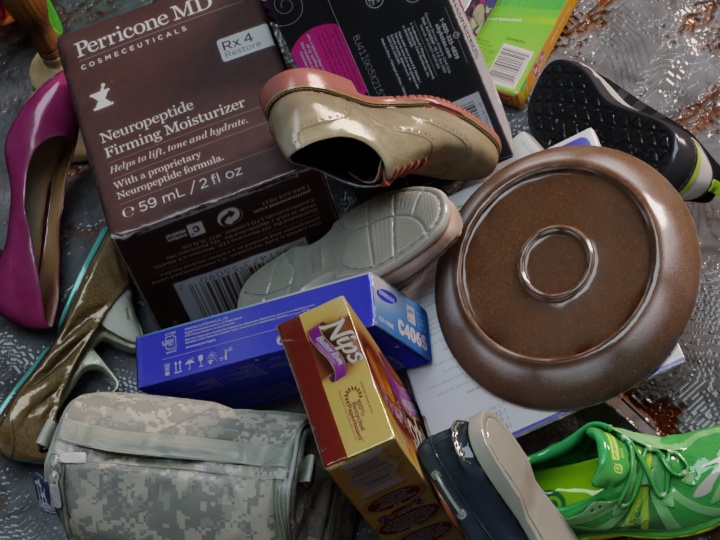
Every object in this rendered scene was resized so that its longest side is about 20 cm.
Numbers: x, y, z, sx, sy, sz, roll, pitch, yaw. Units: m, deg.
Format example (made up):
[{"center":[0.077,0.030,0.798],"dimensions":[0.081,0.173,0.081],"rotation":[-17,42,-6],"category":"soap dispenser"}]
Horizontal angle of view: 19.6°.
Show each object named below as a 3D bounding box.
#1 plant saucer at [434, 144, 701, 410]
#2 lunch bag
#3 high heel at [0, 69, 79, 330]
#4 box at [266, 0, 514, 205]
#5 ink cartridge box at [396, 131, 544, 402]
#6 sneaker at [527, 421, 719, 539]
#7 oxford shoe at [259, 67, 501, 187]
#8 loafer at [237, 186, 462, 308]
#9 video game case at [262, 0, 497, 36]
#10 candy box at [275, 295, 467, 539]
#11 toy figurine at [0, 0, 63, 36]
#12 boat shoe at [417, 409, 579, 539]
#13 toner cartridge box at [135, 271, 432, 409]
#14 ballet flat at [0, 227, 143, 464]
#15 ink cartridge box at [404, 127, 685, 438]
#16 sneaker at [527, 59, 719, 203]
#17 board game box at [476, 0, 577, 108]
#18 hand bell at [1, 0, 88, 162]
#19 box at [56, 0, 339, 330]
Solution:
[{"center":[0.143,-0.001,1.487],"dimensions":[0.199,0.032,0.202],"rotation":[-7,68,19],"category":"plant saucer"},{"center":[-0.113,0.156,1.470],"dimensions":[0.198,0.168,0.140],"rotation":[5,61,15],"category":"lunch bag"},{"center":[-0.242,-0.055,1.652],"dimensions":[0.096,0.067,0.201],"rotation":[26,101,32],"category":"high heel"},{"center":[0.021,-0.168,1.589],"dimensions":[0.131,0.201,0.115],"rotation":[-22,25,6],"category":"box"},{"center":[0.105,0.018,1.588],"dimensions":[0.200,0.050,0.162],"rotation":[-43,60,7],"category":"ink cartridge box"},{"center":[0.190,0.147,1.459],"dimensions":[0.198,0.084,0.075],"rotation":[-13,58,4],"category":"sneaker"},{"center":[0.019,-0.084,1.501],"dimensions":[0.199,0.071,0.075],"rotation":[9,50,-29],"category":"oxford shoe"},{"center":[0.000,0.000,1.540],"dimensions":[0.199,0.063,0.072],"rotation":[-26,46,30],"category":"loafer"},{"center":[0.037,-0.268,1.742],"dimensions":[0.199,0.036,0.182],"rotation":[17,65,31],"category":"video game case"},{"center":[0.010,0.117,1.446],"dimensions":[0.056,0.200,0.117],"rotation":[-24,58,7],"category":"candy box"},{"center":[-0.375,-0.227,1.785],"dimensions":[0.183,0.150,0.200],"rotation":[-32,37,4],"category":"toy figurine"},{"center":[0.106,0.191,1.419],"dimensions":[0.062,0.201,0.075],"rotation":[-24,19,23],"category":"boat shoe"},{"center":[-0.057,0.058,1.524],"dimensions":[0.199,0.095,0.044],"rotation":[-15,66,23],"category":"toner cartridge box"},{"center":[-0.213,0.064,1.611],"dimensions":[0.072,0.068,0.201],"rotation":[26,68,2],"category":"ballet flat"},{"center":[0.119,0.024,1.528],"dimensions":[0.196,0.047,0.201],"rotation":[-25,66,12],"category":"ink cartridge box"},{"center":[0.207,-0.097,1.613],"dimensions":[0.200,0.082,0.072],"rotation":[43,108,48],"category":"sneaker"},{"center":[0.131,-0.231,1.721],"dimensions":[0.095,0.030,0.201],"rotation":[19,69,24],"category":"board game box"},{"center":[-0.251,-0.185,1.677],"dimensions":[0.103,0.200,0.105],"rotation":[-5,59,9],"category":"hand bell"},{"center":[-0.119,-0.087,1.612],"dimensions":[0.165,0.165,0.201],"rotation":[-20,58,0],"category":"box"}]
